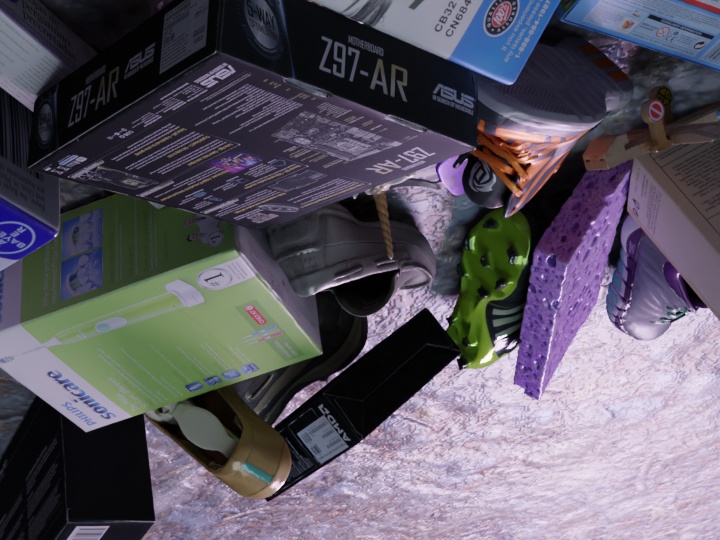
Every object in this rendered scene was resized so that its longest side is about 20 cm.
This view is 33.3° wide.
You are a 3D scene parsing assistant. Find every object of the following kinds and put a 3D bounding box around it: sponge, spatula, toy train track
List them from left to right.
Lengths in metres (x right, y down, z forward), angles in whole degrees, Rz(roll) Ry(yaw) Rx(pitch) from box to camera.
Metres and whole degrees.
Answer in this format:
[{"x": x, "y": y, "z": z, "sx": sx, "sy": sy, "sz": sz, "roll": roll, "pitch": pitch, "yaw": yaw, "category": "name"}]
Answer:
[{"x": 0.021, "y": -0.057, "z": 0.856, "sx": 0.198, "sy": 0.021, "sz": 0.057, "roll": -19, "pitch": 154, "yaw": 15, "category": "spatula"}, {"x": 0.163, "y": 0.008, "z": 0.939, "sx": 0.030, "sy": 0.112, "sz": 0.201, "roll": 27, "pitch": 151, "yaw": 19, "category": "sponge"}, {"x": 0.228, "y": -0.114, "z": 0.800, "sx": 0.199, "sy": 0.033, "sz": 0.114, "roll": -23, "pitch": -168, "yaw": -25, "category": "toy train track"}]

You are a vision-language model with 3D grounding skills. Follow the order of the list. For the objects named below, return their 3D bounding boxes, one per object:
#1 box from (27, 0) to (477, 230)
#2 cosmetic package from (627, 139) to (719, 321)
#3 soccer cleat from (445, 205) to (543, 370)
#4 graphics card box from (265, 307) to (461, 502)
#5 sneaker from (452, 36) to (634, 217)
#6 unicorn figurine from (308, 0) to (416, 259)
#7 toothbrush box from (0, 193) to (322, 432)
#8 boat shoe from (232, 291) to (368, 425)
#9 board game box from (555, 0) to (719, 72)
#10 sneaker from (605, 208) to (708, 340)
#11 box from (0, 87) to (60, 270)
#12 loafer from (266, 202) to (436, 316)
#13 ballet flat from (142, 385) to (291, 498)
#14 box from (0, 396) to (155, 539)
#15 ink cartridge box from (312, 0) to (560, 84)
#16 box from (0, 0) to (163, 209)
[{"x": -0.061, "y": -0.078, "z": 0.639, "sx": 0.159, "sy": 0.044, "sz": 0.199, "roll": 14, "pitch": 161, "yaw": -36, "category": "box"}, {"x": 0.286, "y": -0.016, "z": 0.840, "sx": 0.103, "sy": 0.201, "sz": 0.073, "roll": -26, "pitch": 148, "yaw": -9, "category": "cosmetic package"}, {"x": 0.119, "y": 0.009, "z": 0.965, "sx": 0.080, "sy": 0.068, "sz": 0.201, "roll": -21, "pitch": 151, "yaw": -22, "category": "soccer cleat"}, {"x": -0.014, "y": 0.113, "z": 0.981, "sx": 0.125, "sy": 0.051, "sz": 0.200, "roll": -37, "pitch": 175, "yaw": -35, "category": "graphics card box"}, {"x": 0.095, "y": -0.079, "z": 0.734, "sx": 0.112, "sy": 0.078, "sz": 0.199, "roll": -51, "pitch": 161, "yaw": 27, "category": "sneaker"}, {"x": 0.008, "y": -0.120, "z": 0.729, "sx": 0.137, "sy": 0.074, "sz": 0.200, "roll": -31, "pitch": 127, "yaw": 25, "category": "unicorn figurine"}, {"x": -0.146, "y": 0.021, "z": 0.839, "sx": 0.198, "sy": 0.087, "sz": 0.146, "roll": -20, "pitch": 143, "yaw": 13, "category": "toothbrush box"}, {"x": -0.084, "y": 0.074, "z": 0.979, "sx": 0.200, "sy": 0.075, "sz": 0.073, "roll": -40, "pitch": 130, "yaw": 20, "category": "boat shoe"}, {"x": 0.227, "y": -0.208, "z": 0.699, "sx": 0.150, "sy": 0.037, "sz": 0.200, "roll": 9, "pitch": 141, "yaw": -32, "category": "board game box"}, {"x": 0.254, "y": 0.020, "z": 0.985, "sx": 0.074, "sy": 0.088, "sz": 0.201, "roll": -33, "pitch": 148, "yaw": -9, "category": "sneaker"}, {"x": -0.303, "y": -0.051, "z": 0.671, "sx": 0.199, "sy": 0.106, "sz": 0.184, "roll": -28, "pitch": 144, "yaw": 20, "category": "box"}, {"x": 0.000, "y": 0.000, "z": 0.861, "sx": 0.069, "sy": 0.070, "sz": 0.199, "roll": -20, "pitch": 164, "yaw": 27, "category": "loafer"}, {"x": -0.126, "y": 0.103, "z": 0.913, "sx": 0.063, "sy": 0.199, "sz": 0.069, "roll": 33, "pitch": 85, "yaw": -46, "category": "ballet flat"}, {"x": -0.247, "y": 0.191, "z": 1.015, "sx": 0.078, "sy": 0.142, "sz": 0.200, "roll": 6, "pitch": 142, "yaw": -31, "category": "box"}, {"x": 0.016, "y": -0.193, "z": 0.560, "sx": 0.199, "sy": 0.084, "sz": 0.147, "roll": 14, "pitch": 114, "yaw": -36, "category": "ink cartridge box"}, {"x": -0.163, "y": -0.103, "z": 0.706, "sx": 0.041, "sy": 0.039, "sz": 0.200, "roll": -27, "pitch": 145, "yaw": 17, "category": "box"}]
